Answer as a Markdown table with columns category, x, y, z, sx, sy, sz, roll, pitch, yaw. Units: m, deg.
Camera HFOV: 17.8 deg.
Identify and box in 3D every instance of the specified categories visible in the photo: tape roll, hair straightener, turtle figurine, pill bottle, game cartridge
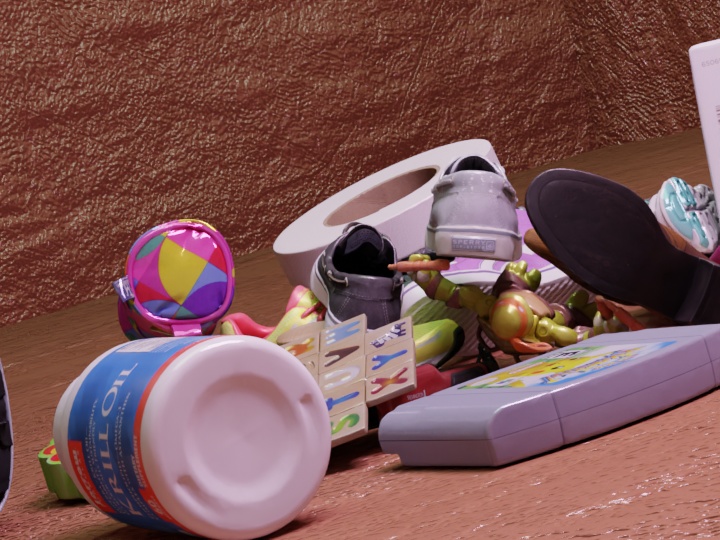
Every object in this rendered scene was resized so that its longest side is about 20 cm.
| category | x | y | z | sx | sy | sz | roll | pitch | yaw |
| --- | --- | --- | --- | --- | --- | --- | --- | --- | --- |
| tape roll | 0.025 | -0.047 | 1.885 | 0.202 | 0.037 | 0.203 | -24 | 13 | 6 |
| hair straightener | 0.031 | 0.076 | 1.550 | 0.077 | 0.041 | 0.200 | -11 | 5 | 30 |
| turtle figurine | 0.123 | 0.035 | 1.601 | 0.199 | 0.065 | 0.161 | 14 | 6 | 14 |
| pill bottle | -0.106 | 0.094 | 1.315 | 0.112 | 0.113 | 0.200 | -16 | 4 | -26 |
| game cartridge | 0.125 | 0.071 | 1.357 | 0.199 | 0.041 | 0.133 | -17 | 9 | -33 |

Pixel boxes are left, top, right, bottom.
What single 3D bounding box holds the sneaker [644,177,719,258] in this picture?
| category | x | y | z | sx | sy | sz | roll | pitch | yaw |
| --- | --- | --- | --- | --- | --- | --- | --- | --- | --- |
| sneaker | 0.237 | -0.019 | 1.768 | 0.091 | 0.078 | 0.200 | -31 | -21 | 19 |

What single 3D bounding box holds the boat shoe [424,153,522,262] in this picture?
| category | x | y | z | sx | sy | sz | roll | pitch | yaw |
| --- | --- | --- | --- | --- | --- | --- | --- | --- | --- |
| boat shoe | 0.082 | -0.045 | 1.597 | 0.070 | 0.072 | 0.201 | 6 | 3 | 1 |

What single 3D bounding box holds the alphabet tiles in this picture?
| category | x | y | z | sx | sy | sz | roll | pitch | yaw |
| --- | --- | --- | --- | --- | --- | --- | --- | --- | --- |
| alphabet tiles | -0.057 | 0.087 | 1.474 | 0.199 | 0.006 | 0.167 | -22 | 22 | 10 |

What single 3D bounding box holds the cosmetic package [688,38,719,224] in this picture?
| category | x | y | z | sx | sy | sz | roll | pitch | yaw |
| --- | --- | --- | --- | --- | --- | --- | --- | --- | --- |
| cosmetic package | 0.362 | -0.101 | 1.745 | 0.166 | 0.168 | 0.200 | -12 | -3 | 22 |

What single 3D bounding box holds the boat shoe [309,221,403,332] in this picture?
| category | x | y | z | sx | sy | sz | roll | pitch | yaw |
| --- | --- | --- | --- | --- | --- | --- | --- | --- | --- |
| boat shoe | 0.000 | 0.000 | 1.649 | 0.070 | 0.067 | 0.200 | 9 | 16 | -1 |

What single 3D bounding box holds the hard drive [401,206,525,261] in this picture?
| category | x | y | z | sx | sy | sz | roll | pitch | yaw |
| --- | --- | --- | --- | --- | --- | --- | --- | --- | --- |
| hard drive | 0.099 | -0.010 | 1.996 | 0.134 | 0.043 | 0.200 | -7 | -13 | 6 |

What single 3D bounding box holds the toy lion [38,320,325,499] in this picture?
| category | x | y | z | sx | sy | sz | roll | pitch | yaw |
| --- | --- | --- | --- | --- | --- | --- | --- | --- | --- |
| toy lion | -0.116 | 0.106 | 1.595 | 0.199 | 0.069 | 0.192 | -13 | 12 | 15 |

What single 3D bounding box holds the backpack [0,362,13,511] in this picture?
| category | x | y | z | sx | sy | sz | roll | pitch | yaw |
| --- | --- | --- | --- | --- | --- | --- | --- | --- | --- |
| backpack | -0.317 | 0.104 | 1.475 | 0.150 | 0.178 | 0.200 | -5 | 5 | 33 |

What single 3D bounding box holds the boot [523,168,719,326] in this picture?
| category | x | y | z | sx | sy | sz | roll | pitch | yaw |
| --- | --- | --- | --- | --- | --- | --- | --- | --- | --- |
| boot | 0.161 | -0.021 | 1.570 | 0.188 | 0.069 | 0.200 | 22 | 0 | -19 |

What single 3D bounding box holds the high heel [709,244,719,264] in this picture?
| category | x | y | z | sx | sy | sz | roll | pitch | yaw |
| --- | --- | --- | --- | --- | --- | --- | --- | --- | --- |
| high heel | 0.260 | -0.018 | 1.635 | 0.067 | 0.096 | 0.200 | -17 | 5 | -26 |

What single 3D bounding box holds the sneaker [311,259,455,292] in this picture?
| category | x | y | z | sx | sy | sz | roll | pitch | yaw |
| --- | --- | --- | --- | --- | --- | --- | --- | --- | --- |
| sneaker | 0.038 | 0.032 | 1.857 | 0.114 | 0.076 | 0.200 | -14 | 1 | 35 |

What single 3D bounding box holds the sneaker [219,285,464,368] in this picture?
| category | x | y | z | sx | sy | sz | roll | pitch | yaw |
| --- | --- | --- | --- | --- | --- | --- | --- | --- | --- |
| sneaker | -0.021 | 0.053 | 1.705 | 0.199 | 0.091 | 0.078 | -11 | 3 | 18 |

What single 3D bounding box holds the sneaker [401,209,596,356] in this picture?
| category | x | y | z | sx | sy | sz | roll | pitch | yaw |
| --- | --- | --- | --- | --- | --- | --- | --- | --- | --- |
| sneaker | 0.089 | 0.003 | 1.800 | 0.200 | 0.073 | 0.114 | -7 | 40 | -37 |

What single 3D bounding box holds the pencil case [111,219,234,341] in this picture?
| category | x | y | z | sx | sy | sz | roll | pitch | yaw |
| --- | --- | --- | --- | --- | --- | --- | --- | --- | --- |
| pencil case | -0.137 | 0.017 | 1.685 | 0.088 | 0.089 | 0.200 | -15 | -4 | -7 |
